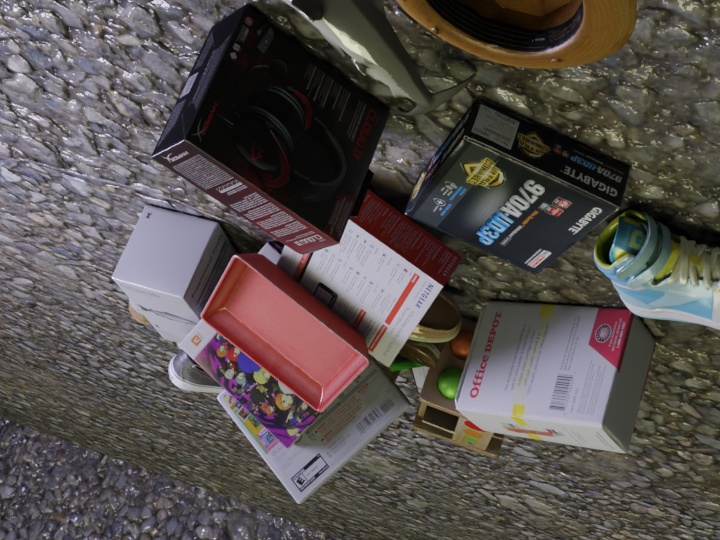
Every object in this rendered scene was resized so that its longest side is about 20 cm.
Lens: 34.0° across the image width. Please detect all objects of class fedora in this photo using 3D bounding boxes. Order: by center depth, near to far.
[{"bbox_3d":[0.105,-0.216,0.798,0.198,0.083,0.201,18,164,6],"label":"fedora"}]

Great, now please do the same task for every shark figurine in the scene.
[{"bbox_3d":[0.016,-0.199,0.937,0.214,0.090,0.128,39,-172,-20],"label":"shark figurine"}]

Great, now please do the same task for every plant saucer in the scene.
[{"bbox_3d":[-0.088,0.070,1.422,0.199,0.037,0.200,38,150,-1],"label":"plant saucer"}]

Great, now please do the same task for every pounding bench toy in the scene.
[{"bbox_3d":[0.115,0.140,1.560,0.197,0.126,0.156,19,158,7],"label":"pounding bench toy"}]

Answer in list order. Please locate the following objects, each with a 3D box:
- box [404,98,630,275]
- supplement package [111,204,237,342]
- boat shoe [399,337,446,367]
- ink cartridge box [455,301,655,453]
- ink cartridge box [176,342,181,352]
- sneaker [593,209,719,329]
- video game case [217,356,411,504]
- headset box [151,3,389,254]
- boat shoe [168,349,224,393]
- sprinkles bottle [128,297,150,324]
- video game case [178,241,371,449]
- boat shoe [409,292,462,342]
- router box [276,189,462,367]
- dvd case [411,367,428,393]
[{"bbox_3d":[0.144,-0.075,1.137,0.157,0.047,0.200,24,158,-7],"label":"box"},{"bbox_3d":[-0.234,0.018,1.608,0.115,0.119,0.201,14,157,21],"label":"supplement package"},{"bbox_3d":[0.038,0.059,1.526,0.199,0.065,0.074,30,160,36],"label":"boat shoe"},{"bbox_3d":[0.228,0.121,1.387,0.198,0.147,0.083,3,154,39],"label":"ink cartridge box"},{"bbox_3d":[-0.208,0.106,1.837,0.145,0.084,0.201,19,157,4],"label":"ink cartridge box"},{"bbox_3d":[0.308,-0.004,1.110,0.198,0.081,0.130,-3,149,45],"label":"sneaker"},{"bbox_3d":[-0.063,0.172,1.554,0.183,0.200,0.022,49,-174,11],"label":"video game case"},{"bbox_3d":[-0.071,-0.121,1.091,0.199,0.150,0.075,34,155,-27],"label":"headset box"},{"bbox_3d":[-0.163,0.128,1.612,0.197,0.071,0.066,9,140,-28],"label":"boat shoe"},{"bbox_3d":[-0.316,0.022,1.761,0.067,0.069,0.200,22,158,-2],"label":"sprinkles bottle"},{"bbox_3d":[-0.105,0.096,1.522,0.200,0.182,0.036,43,-174,1],"label":"video game case"},{"bbox_3d":[0.037,0.025,1.431,0.197,0.075,0.067,23,154,-3],"label":"boat shoe"},{"bbox_3d":[0.000,0.000,1.331,0.178,0.049,0.201,36,145,3],"label":"router box"},{"bbox_3d":[0.171,0.178,1.741,0.197,0.018,0.143,15,157,16],"label":"dvd case"}]
